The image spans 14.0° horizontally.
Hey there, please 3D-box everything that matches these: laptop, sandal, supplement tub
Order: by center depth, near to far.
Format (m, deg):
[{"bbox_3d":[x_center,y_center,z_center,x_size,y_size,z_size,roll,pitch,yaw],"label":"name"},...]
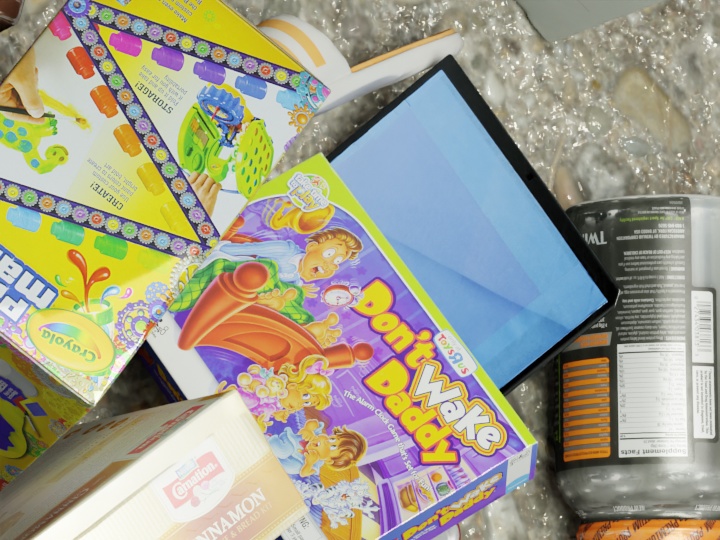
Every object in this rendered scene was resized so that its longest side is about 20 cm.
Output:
[{"bbox_3d":[0.000,0.000,1.540,0.200,0.103,0.177,-15,60,-37],"label":"laptop"},{"bbox_3d":[-0.034,-0.112,1.599,0.206,0.079,0.059,-25,94,-38],"label":"sandal"},{"bbox_3d":[0.170,0.063,1.655,0.122,0.122,0.201,5,81,-29],"label":"supplement tub"}]

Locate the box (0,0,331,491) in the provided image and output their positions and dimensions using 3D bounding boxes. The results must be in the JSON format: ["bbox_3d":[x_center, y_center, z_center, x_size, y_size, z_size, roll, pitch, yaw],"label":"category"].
[{"bbox_3d":[-0.141,-0.022,1.365,0.122,0.200,0.193,39,66,-6],"label":"box"}]

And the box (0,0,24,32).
[{"bbox_3d":[-0.219,-0.155,1.425,0.075,0.200,0.100,26,71,-26],"label":"box"}]

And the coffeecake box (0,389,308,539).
[{"bbox_3d":[-0.141,0.136,1.423,0.153,0.200,0.073,-36,100,-28],"label":"coffeecake box"}]

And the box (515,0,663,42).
[{"bbox_3d":[0.136,-0.269,1.644,0.199,0.200,0.171,45,66,-15],"label":"box"}]

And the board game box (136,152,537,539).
[{"bbox_3d":[-0.022,0.053,1.480,0.134,0.045,0.200,-30,66,-15],"label":"board game box"}]

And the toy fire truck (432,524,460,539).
[{"bbox_3d":[-0.019,0.207,1.544,0.168,0.112,0.201,25,71,-44],"label":"toy fire truck"}]
